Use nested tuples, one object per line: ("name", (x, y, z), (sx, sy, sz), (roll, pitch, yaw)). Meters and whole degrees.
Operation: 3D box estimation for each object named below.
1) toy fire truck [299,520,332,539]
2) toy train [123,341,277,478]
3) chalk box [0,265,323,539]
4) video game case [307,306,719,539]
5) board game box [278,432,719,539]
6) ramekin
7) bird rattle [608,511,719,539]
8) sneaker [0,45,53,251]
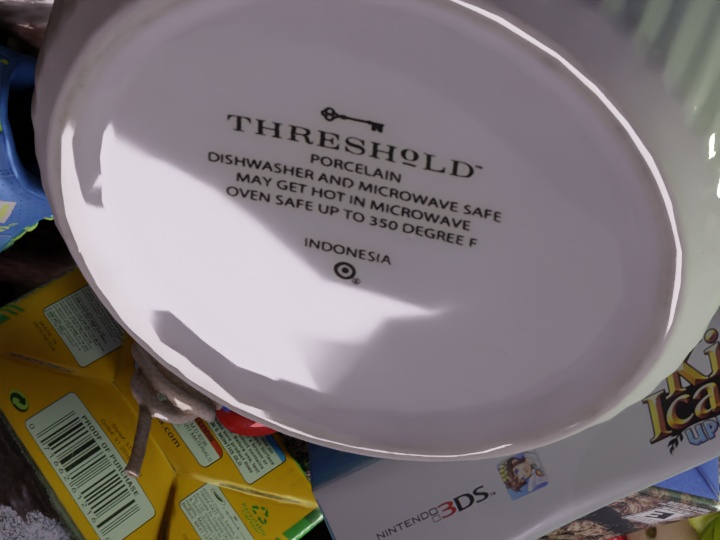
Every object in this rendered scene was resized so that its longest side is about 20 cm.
("toy fire truck", (0.019, 0.159, 1.131), (0.176, 0.129, 0.200), (-11, 148, 34))
("toy train", (0.000, 0.000, 0.854), (0.115, 0.200, 0.085), (-14, 116, 11))
("chalk box", (-0.137, 0.100, 1.029), (0.200, 0.125, 0.124), (-35, 178, 35))
("video game case", (0.071, 0.025, 0.877), (0.181, 0.046, 0.200), (-26, -172, 2))
("board game box", (0.015, 0.051, 1.113), (0.159, 0.097, 0.200), (15, 157, -35))
("ramekin", (0.011, -0.040, 0.712), (0.202, 0.094, 0.203), (10, 135, 10))
("bird rattle", (0.165, 0.111, 1.293), (0.163, 0.113, 0.200), (-8, 171, -28))
("sneaker", (-0.129, -0.018, 0.954), (0.105, 0.076, 0.200), (-1, 161, 7))
